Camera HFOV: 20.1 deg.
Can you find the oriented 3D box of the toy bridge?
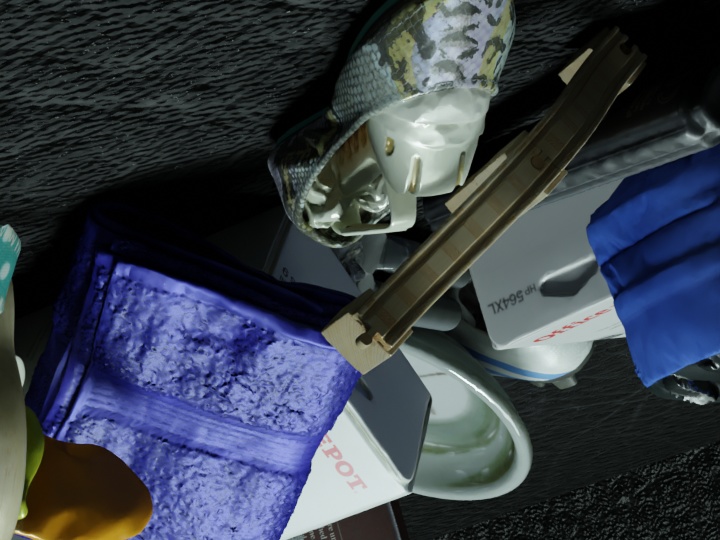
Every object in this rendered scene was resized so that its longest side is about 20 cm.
[{"bbox_3d":[0.060,-0.035,0.842,0.200,0.027,0.067,-48,-176,-29],"label":"toy bridge"}]

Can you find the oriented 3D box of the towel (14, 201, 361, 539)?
[{"bbox_3d":[-0.091,0.074,0.977,0.147,0.050,0.200,22,126,-4],"label":"towel"}]

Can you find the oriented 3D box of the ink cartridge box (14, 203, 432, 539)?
[{"bbox_3d":[-0.084,0.072,1.058,0.200,0.145,0.088,-22,-152,27],"label":"ink cartridge box"}]

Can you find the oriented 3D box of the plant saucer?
[{"bbox_3d":[0.024,0.076,1.323,0.200,0.050,0.200,19,151,11],"label":"plant saucer"}]

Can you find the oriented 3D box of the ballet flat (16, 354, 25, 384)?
[{"bbox_3d":[-0.199,0.048,0.979,0.068,0.075,0.200,-56,-177,-24],"label":"ballet flat"}]

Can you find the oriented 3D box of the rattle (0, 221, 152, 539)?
[{"bbox_3d":[-0.127,0.040,0.845,0.142,0.130,0.201,10,114,-19],"label":"rattle"}]

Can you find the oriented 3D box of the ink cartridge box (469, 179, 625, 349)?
[{"bbox_3d":[0.178,-0.020,1.170,0.200,0.085,0.146,-3,161,-46],"label":"ink cartridge box"}]

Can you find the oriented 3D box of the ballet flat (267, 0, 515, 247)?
[{"bbox_3d":[0.018,-0.056,0.840,0.072,0.072,0.200,-11,167,-24],"label":"ballet flat"}]

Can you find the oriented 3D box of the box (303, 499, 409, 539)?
[{"bbox_3d":[-0.064,0.233,1.786,0.199,0.165,0.166,-17,167,1],"label":"box"}]

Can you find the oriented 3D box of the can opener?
[{"bbox_3d":[0.000,0.000,1.150,0.067,0.054,0.200,14,180,23],"label":"can opener"}]

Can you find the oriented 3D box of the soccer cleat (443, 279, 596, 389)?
[{"bbox_3d":[0.067,0.035,1.350,0.200,0.070,0.086,-7,133,45],"label":"soccer cleat"}]

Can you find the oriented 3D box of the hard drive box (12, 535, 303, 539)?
[{"bbox_3d":[-0.143,0.127,1.236,0.200,0.156,0.077,-3,163,-45],"label":"hard drive box"}]

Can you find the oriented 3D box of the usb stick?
[{"bbox_3d":[0.101,-0.057,0.947,0.200,0.033,0.055,-20,-155,52],"label":"usb stick"}]

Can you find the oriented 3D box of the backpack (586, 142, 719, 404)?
[{"bbox_3d":[0.208,-0.027,0.970,0.199,0.168,0.163,-18,167,-24],"label":"backpack"}]
